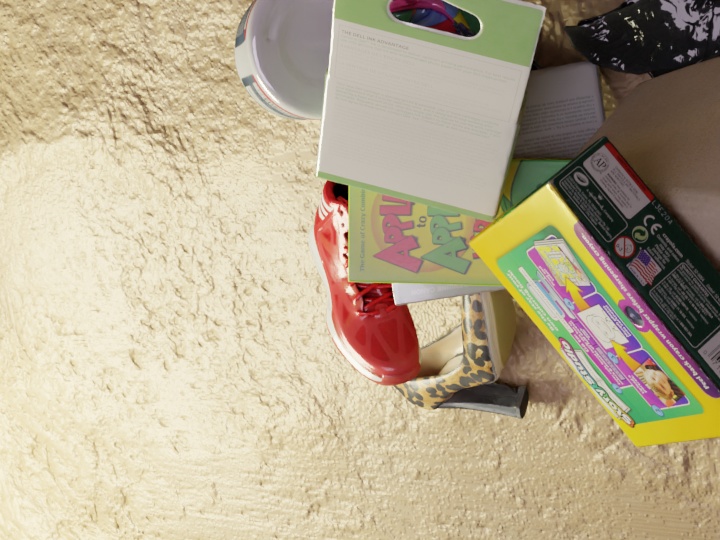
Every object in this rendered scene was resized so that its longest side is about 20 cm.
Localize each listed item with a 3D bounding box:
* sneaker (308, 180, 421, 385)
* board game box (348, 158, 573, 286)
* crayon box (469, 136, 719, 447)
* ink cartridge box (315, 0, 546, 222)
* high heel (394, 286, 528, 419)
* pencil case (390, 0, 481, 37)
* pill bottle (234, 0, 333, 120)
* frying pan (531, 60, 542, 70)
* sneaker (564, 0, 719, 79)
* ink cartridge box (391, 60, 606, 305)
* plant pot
[{"bbox_3d":[0.000,0.000,1.059,0.116,0.078,0.200,93,153,-56],"label":"sneaker"},{"bbox_3d":[0.092,-0.040,0.945,0.199,0.048,0.102,1,98,8],"label":"board game box"},{"bbox_3d":[0.180,0.024,0.801,0.200,0.058,0.173,51,165,2],"label":"crayon box"},{"bbox_3d":[0.047,-0.133,0.835,0.145,0.048,0.200,15,137,6],"label":"ink cartridge box"},{"bbox_3d":[0.072,0.063,1.075,0.142,0.072,0.200,7,138,25],"label":"high heel"},{"bbox_3d":[0.071,-0.218,0.911,0.088,0.200,0.089,12,131,14],"label":"pencil case"},{"bbox_3d":[-0.046,-0.188,0.995,0.119,0.200,0.120,-1,98,-11],"label":"pill bottle"},{"bbox_3d":[0.112,-0.104,1.041,0.115,0.031,0.191,21,116,25],"label":"frying pan"},{"bbox_3d":[0.262,-0.198,0.886,0.200,0.060,0.104,-33,94,40],"label":"sneaker"},{"bbox_3d":[0.111,-0.073,0.983,0.199,0.044,0.174,-9,97,9],"label":"ink cartridge box"},{"bbox_3d":[0.262,-0.043,0.850,0.177,0.200,0.200,14,141,43],"label":"plant pot"}]
